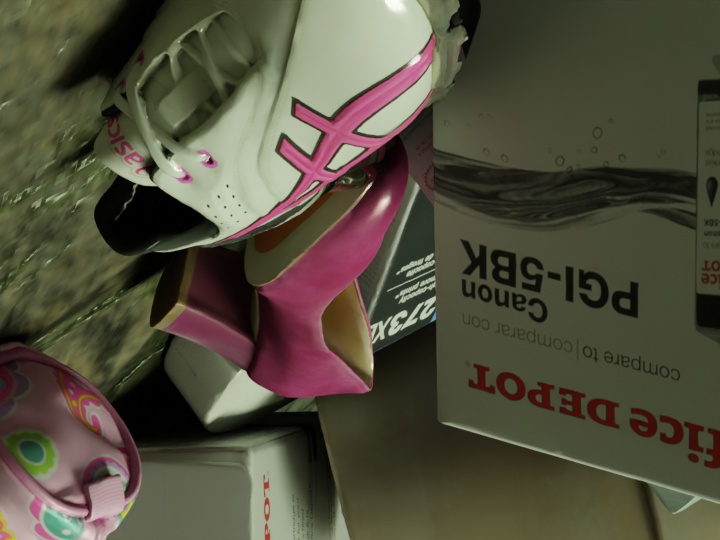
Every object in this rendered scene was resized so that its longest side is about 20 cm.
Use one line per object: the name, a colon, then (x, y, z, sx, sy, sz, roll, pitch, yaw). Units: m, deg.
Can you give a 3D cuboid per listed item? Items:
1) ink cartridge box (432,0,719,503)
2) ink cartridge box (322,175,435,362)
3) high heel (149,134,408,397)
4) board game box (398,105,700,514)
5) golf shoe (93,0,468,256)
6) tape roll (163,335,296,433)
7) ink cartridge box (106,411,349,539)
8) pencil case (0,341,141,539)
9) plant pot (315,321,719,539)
ink cartridge box: (0.099, -0.041, 0.692, 0.083, 0.146, 0.201, -25, 120, -47)
ink cartridge box: (0.033, -0.026, 0.969, 0.094, 0.037, 0.200, -26, 152, -38)
high heel: (-0.002, 0.002, 0.872, 0.200, 0.096, 0.068, -41, -147, 57)
board game box: (0.104, -0.045, 0.799, 0.147, 0.200, 0.064, -42, 167, 29)
golf shoe: (-0.028, -0.051, 0.686, 0.092, 0.073, 0.200, -32, 169, -19)
tape roll: (0.000, 0.000, 1.101, 0.202, 0.037, 0.203, -37, 170, -7)
ink cartridge box: (-0.062, 0.148, 1.172, 0.084, 0.147, 0.200, -1, 180, 15)
pencil case: (-0.170, 0.116, 0.903, 0.200, 0.088, 0.087, -43, 168, 23)
plant pot: (0.075, 0.088, 1.148, 0.173, 0.201, 0.200, -16, 169, 0)
